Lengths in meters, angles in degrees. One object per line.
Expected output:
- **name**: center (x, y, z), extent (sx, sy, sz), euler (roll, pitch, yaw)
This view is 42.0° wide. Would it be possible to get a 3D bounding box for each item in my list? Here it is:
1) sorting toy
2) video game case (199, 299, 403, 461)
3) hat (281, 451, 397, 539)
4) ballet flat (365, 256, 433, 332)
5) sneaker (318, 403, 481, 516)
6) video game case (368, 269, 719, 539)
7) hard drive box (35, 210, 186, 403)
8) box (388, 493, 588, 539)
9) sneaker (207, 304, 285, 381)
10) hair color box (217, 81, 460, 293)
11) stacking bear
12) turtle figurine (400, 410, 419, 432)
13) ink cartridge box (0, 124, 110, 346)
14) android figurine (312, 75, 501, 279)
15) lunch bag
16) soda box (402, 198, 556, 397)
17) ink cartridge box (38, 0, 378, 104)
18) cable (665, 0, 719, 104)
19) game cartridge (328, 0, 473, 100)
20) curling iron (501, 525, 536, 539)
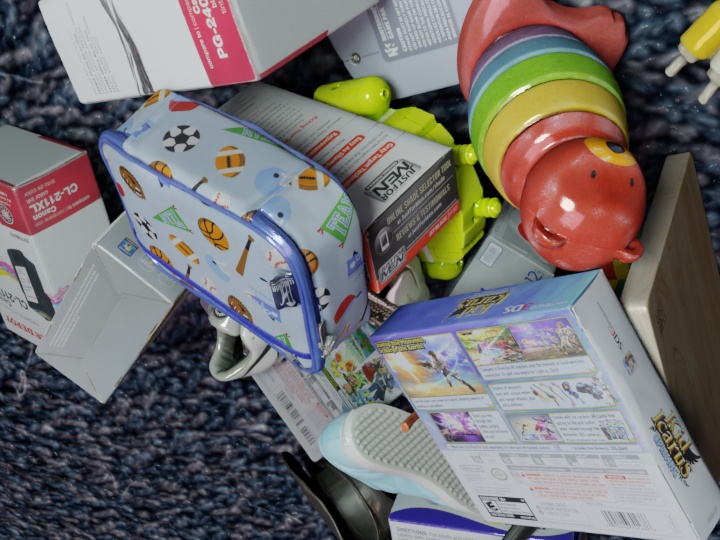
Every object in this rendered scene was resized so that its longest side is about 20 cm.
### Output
- **sorting toy**: center (0.218, 0.051, 0.696), extent (0.069, 0.199, 0.202), euler (-6, 121, 32)
- **video game case**: center (-0.052, 0.059, 0.879), extent (0.201, 0.022, 0.182), euler (53, 132, 8)
- **hat**: center (0.002, 0.247, 0.989), extent (0.201, 0.081, 0.201), euler (50, 171, 11)
- **ballet flat**: center (0.000, 0.000, 0.753), extent (0.198, 0.068, 0.076), euler (32, 118, -5)
- **sneaker**: center (0.049, 0.173, 0.857), extent (0.198, 0.075, 0.082), euler (31, 150, -26)
- **video game case**: center (0.121, 0.097, 0.645), extent (0.199, 0.045, 0.183), euler (-13, 115, 53)
- **hard drive box**: center (-0.175, -0.010, 0.813), extent (0.076, 0.201, 0.156), euler (37, 131, -7)
- **box**: center (0.138, 0.296, 0.957), extent (0.181, 0.105, 0.203), euler (3, 125, 21)
- **sneaker**: center (-0.089, 0.016, 0.819), extent (0.074, 0.088, 0.203), euler (29, 123, 27)
- **hair color box**: center (-0.036, -0.068, 0.690), extent (0.198, 0.101, 0.062), euler (25, 145, 35)
- **stacking bear**: center (0.129, -0.085, 0.614), extent (0.120, 0.202, 0.114), euler (15, 131, -19)
- **turtle figurine**: center (0.137, 0.091, 0.774), extent (0.065, 0.198, 0.162), euler (59, 134, 32)
- **ink cartridge box**: center (-0.305, -0.022, 0.907), extent (0.144, 0.083, 0.203), euler (18, 131, 37)
- **android figurine**: center (0.027, -0.068, 0.749), extent (0.198, 0.041, 0.184), euler (2, 127, 50)
- **lunch bag**: center (-0.080, -0.020, 0.631), extent (0.199, 0.075, 0.161), euler (33, 150, 26)
- **soda box**: center (0.099, 0.037, 0.816), extent (0.063, 0.069, 0.201), euler (30, 130, 1)
- **ink cartridge box**: center (-0.109, -0.192, 0.665), extent (0.198, 0.145, 0.084), euler (3, 126, 40)
- **cable**: center (0.280, -0.191, 0.593), extent (0.096, 0.051, 0.202), euler (25, 130, 7)
- **game cartridge**: center (0.021, -0.227, 0.687), extent (0.131, 0.041, 0.202), euler (-10, 119, 24)
- **curling iron**: center (0.168, 0.193, 0.851), extent (0.049, 0.026, 0.201), euler (35, 88, -12)
